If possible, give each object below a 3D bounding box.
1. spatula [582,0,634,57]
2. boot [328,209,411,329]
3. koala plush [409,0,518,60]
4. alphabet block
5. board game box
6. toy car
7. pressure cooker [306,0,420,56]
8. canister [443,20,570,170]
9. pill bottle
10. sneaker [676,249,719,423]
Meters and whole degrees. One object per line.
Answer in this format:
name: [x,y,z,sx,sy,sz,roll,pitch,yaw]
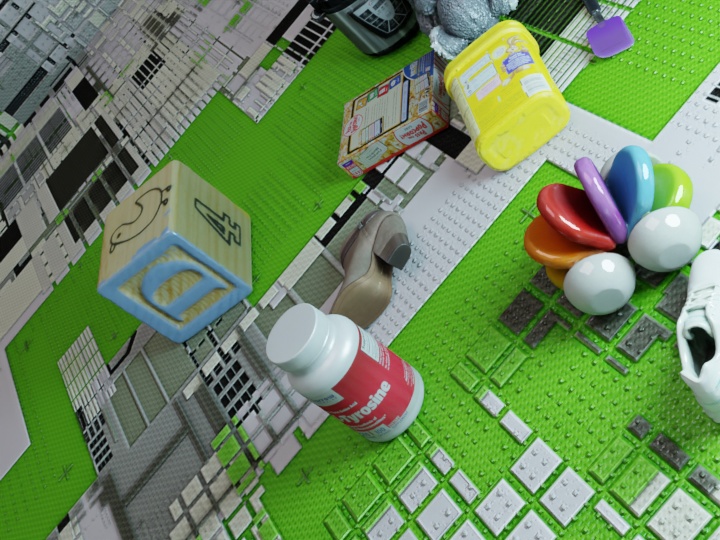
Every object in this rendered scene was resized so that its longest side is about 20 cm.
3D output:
spatula: [0.343,-0.371,1.541,0.056,0.021,0.200,-25,38,15]
boot: [0.000,0.000,1.571,0.200,0.070,0.146,-49,28,2]
koala plush: [0.157,-0.434,1.704,0.177,0.184,0.200,-36,50,18]
alphabet block: [-0.317,-0.031,1.846,0.195,0.196,0.200,-34,37,21]
board game box: [0.055,-0.257,1.751,0.200,0.046,0.152,-25,42,33]
toy car: [0.278,-0.065,1.221,0.200,0.150,0.175,-36,36,21]
pressure cooker: [0.006,-0.502,1.898,0.178,0.200,0.176,-12,50,43]
canister: [0.209,-0.252,1.534,0.148,0.087,0.200,-37,38,20]
pill bottle: [-0.020,0.127,1.346,0.112,0.200,0.112,-30,39,29]
sneaker: [0.360,0.051,1.083,0.070,0.080,0.201,-24,41,37]
